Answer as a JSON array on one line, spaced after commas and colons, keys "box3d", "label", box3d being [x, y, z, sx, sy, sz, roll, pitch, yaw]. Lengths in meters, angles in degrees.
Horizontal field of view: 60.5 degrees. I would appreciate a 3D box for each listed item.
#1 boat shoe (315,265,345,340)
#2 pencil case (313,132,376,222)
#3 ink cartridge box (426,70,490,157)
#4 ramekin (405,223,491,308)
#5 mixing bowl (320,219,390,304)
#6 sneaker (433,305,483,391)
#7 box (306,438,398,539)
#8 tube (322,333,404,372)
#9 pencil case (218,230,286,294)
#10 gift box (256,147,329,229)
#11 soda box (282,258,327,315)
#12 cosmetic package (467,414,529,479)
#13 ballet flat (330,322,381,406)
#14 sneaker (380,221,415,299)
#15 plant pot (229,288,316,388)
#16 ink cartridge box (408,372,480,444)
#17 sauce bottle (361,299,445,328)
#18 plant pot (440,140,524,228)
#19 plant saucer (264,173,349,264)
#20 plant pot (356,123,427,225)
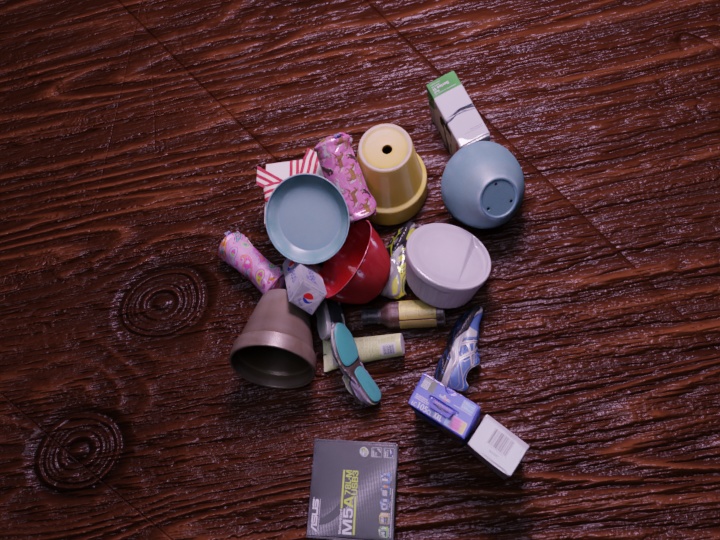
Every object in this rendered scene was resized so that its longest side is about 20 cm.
[{"box3d": [-0.077, 0.079, 1.481, 0.059, 0.076, 0.205, 7, 55, -26], "label": "boat shoe"}, {"box3d": [-0.032, -0.210, 1.408, 0.085, 0.082, 0.204, -13, 104, 37], "label": "pencil case"}, {"box3d": [0.244, -0.362, 1.535, 0.081, 0.147, 0.204, -24, 66, 2], "label": "ink cartridge box"}, {"box3d": [0.191, -0.004, 1.408, 0.196, 0.096, 0.206, 6, 47, -6], "label": "ramekin"}, {"box3d": [0.000, 0.000, 1.417, 0.107, 0.199, 0.204, 33, 75, -23], "label": "mixing bowl"}, {"box3d": [0.234, 0.175, 1.390, 0.076, 0.076, 0.204, 27, 76, -4], "label": "sneaker"}, {"box3d": [-0.015, 0.474, 1.331, 0.187, 0.048, 0.206, 2, 70, 9], "label": "box"}, {"box3d": [0.005, 0.184, 1.436, 0.194, 0.053, 0.059, -10, 29, 12], "label": "tube"}, {"box3d": [-0.267, -0.015, 1.537, 0.199, 0.088, 0.088, 39, 80, 22], "label": "pencil case"}, {"box3d": [-0.149, -0.177, 1.519, 0.179, 0.187, 0.206, -10, 69, 6], "label": "gift box"}, {"box3d": [-0.132, 0.019, 1.441, 0.064, 0.067, 0.201, -53, 23, 14], "label": "soda box"}, {"box3d": [0.272, 0.357, 1.236, 0.101, 0.201, 0.075, 35, 78, 21], "label": "cosmetic package"}, {"box3d": [-0.027, 0.218, 1.393, 0.071, 0.072, 0.204, -28, 90, -2], "label": "ballet flat"}, {"box3d": [0.098, -0.022, 1.490, 0.075, 0.075, 0.204, 26, 71, -14], "label": "sneaker"}, {"box3d": [-0.187, 0.148, 1.421, 0.194, 0.202, 0.177, 1, 53, 10], "label": "plant pot"}, {"box3d": [0.176, 0.288, 1.280, 0.134, 0.201, 0.077, 28, 76, 19], "label": "ink cartridge box"}, {"box3d": [0.099, 0.102, 1.435, 0.194, 0.065, 0.067, -2, 69, 8], "label": "sauce bottle"}, {"box3d": [0.295, -0.181, 1.411, 0.194, 0.135, 0.206, -3, 111, -7], "label": "plant pot"}, {"box3d": [-0.118, -0.118, 1.399, 0.194, 0.036, 0.206, 2, 103, 7], "label": "plant saucer"}, {"box3d": [0.066, -0.243, 1.494, 0.194, 0.190, 0.206, -2, 67, 4], "label": "plant pot"}]
